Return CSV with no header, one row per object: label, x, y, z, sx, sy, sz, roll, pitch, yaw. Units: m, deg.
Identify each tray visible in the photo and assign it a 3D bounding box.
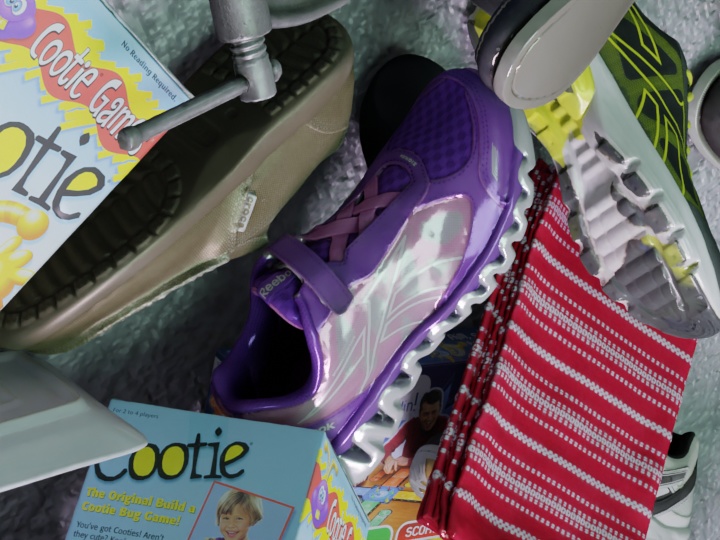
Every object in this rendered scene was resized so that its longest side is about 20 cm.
tray,-0.195,0.070,0.766,0.199,0.107,0.022,-15,114,-30

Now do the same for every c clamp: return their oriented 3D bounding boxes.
c clamp,-0.041,-0.161,0.703,0.170,0.027,0.202,-26,113,-51

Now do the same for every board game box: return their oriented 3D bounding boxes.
board game box,-0.179,-0.038,0.707,0.200,0.105,0.103,-47,133,-4
board game box,-0.075,0.172,0.814,0.103,0.104,0.202,67,35,-58
board game box,0.007,0.100,0.977,0.199,0.034,0.137,-3,115,-36

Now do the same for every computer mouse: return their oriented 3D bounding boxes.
computer mouse,0.056,-0.017,0.926,0.059,0.034,0.201,-44,123,-22

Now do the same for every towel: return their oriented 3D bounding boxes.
towel,0.106,0.065,0.932,0.144,0.022,0.201,36,62,-34

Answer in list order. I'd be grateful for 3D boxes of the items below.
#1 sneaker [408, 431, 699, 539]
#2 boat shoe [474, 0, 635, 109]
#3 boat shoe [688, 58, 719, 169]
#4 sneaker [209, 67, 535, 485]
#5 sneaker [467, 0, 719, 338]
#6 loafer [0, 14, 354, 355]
sneaker,0.102,0.096,0.987,0.199,0.075,0.088,21,83,-45
boat shoe,0.092,-0.137,0.846,0.200,0.062,0.073,-46,162,-43
boat shoe,0.259,-0.066,1.052,0.200,0.060,0.072,16,104,-41
sneaker,0.000,0.000,0.837,0.088,0.080,0.201,20,103,-42
sneaker,0.132,-0.066,0.904,0.084,0.074,0.201,-30,94,-30
loafer,-0.075,-0.027,0.818,0.199,0.076,0.068,-38,140,-8
